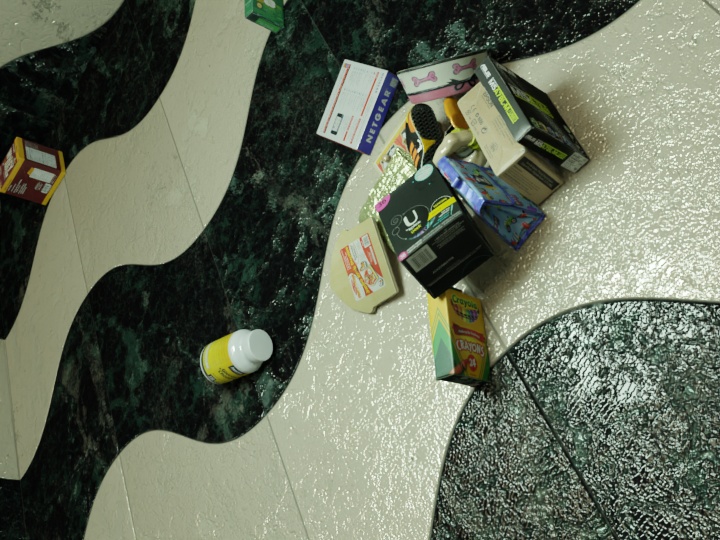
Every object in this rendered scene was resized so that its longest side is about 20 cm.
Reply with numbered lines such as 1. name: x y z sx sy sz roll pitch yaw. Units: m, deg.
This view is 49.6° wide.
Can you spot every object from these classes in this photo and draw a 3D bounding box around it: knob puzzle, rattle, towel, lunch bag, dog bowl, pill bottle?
1. knob puzzle: 0.113 -0.260 1.777 0.217 0.030 0.225 -16 67 42
2. rattle: 0.179 -0.227 1.616 0.143 0.129 0.202 46 149 29
3. towel: 0.087 -0.157 1.747 0.148 0.036 0.203 40 110 29
4. lunch bag: 0.234 -0.140 1.492 0.095 0.198 0.152 -52 48 21
5. dog bowl: 0.178 -0.408 1.648 0.197 0.198 0.076 -2 109 45
6. knob puzzle: 0.000 0.000 1.795 0.217 0.030 0.226 10 104 44
7. pill bottle: -0.319 0.219 2.023 0.198 0.111 0.115 -24 61 40

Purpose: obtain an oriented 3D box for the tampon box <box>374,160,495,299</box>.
1. tampon box: 0.137 -0.081 1.498 0.149 0.126 0.202 -37 37 11

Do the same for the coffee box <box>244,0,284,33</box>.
1. coffee box: -0.284 -0.811 2.294 0.044 0.121 0.205 -24 63 41

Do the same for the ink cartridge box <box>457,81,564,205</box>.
1. ink cartridge box: 0.287 -0.245 1.494 0.075 0.163 0.203 -39 53 25

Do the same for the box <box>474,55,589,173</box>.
1. box: 0.319 -0.288 1.450 0.047 0.197 0.196 -41 51 31

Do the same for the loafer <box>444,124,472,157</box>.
1. loafer: 0.249 -0.322 1.626 0.201 0.069 0.076 -50 48 24

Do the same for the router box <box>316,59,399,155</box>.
1. router box: -0.009 -0.406 1.935 0.178 0.048 0.204 30 100 46

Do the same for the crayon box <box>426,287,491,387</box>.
1. crayon box: 0.189 0.115 1.515 0.050 0.125 0.205 -22 63 38

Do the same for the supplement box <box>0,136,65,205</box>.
1. supplement box: -1.366 -0.410 3.237 0.197 0.198 0.134 -46 49 26

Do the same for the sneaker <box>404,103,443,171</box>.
1. sneaker: 0.141 -0.251 1.681 0.090 0.068 0.205 153 105 -74
